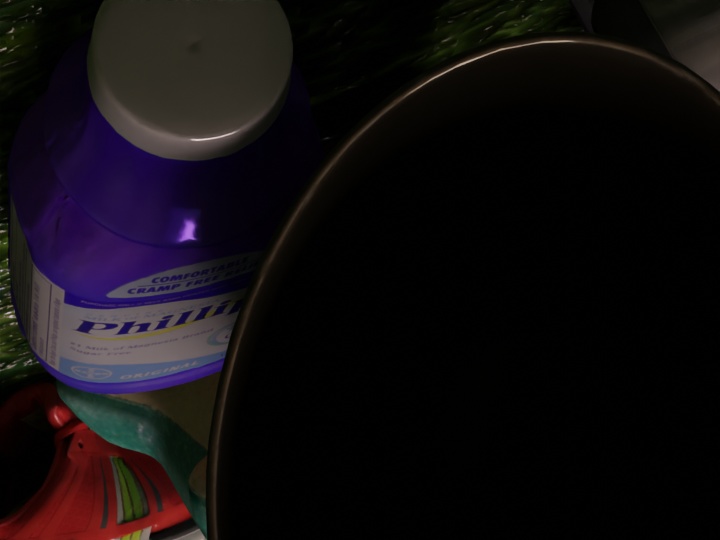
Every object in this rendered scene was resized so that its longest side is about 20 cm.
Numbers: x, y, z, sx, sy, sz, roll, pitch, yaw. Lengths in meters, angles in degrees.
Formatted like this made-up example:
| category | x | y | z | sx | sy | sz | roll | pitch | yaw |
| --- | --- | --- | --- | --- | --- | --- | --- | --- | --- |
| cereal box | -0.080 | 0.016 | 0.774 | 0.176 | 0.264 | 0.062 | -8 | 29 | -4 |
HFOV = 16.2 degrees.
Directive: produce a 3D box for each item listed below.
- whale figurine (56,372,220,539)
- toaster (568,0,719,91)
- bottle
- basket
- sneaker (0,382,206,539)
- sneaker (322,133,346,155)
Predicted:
| category | x | y | z | sx | sy | sz | roll | pitch | yaw |
| --- | --- | --- | --- | --- | --- | --- | --- | --- | --- |
| whale figurine | -0.017 | 0.084 | 0.896 | 0.200 | 0.104 | 0.159 | 21 | -166 | 24 |
| toaster | 0.150 | -0.037 | 0.694 | 0.129 | 0.200 | 0.114 | -29 | -159 | 6 |
| bottle | -0.051 | -0.022 | 0.670 | 0.083 | 0.065 | 0.200 | -14 | 165 | -13 |
| basket | 0.033 | 0.037 | 0.664 | 0.136 | 0.181 | 0.200 | 17 | 179 | -1 |
| sneaker | -0.103 | 0.078 | 0.968 | 0.077 | 0.085 | 0.200 | 1 | -157 | 36 |
| sneaker | 0.000 | 0.000 | 0.866 | 0.115 | 0.079 | 0.200 | -16 | 156 | 10 |
